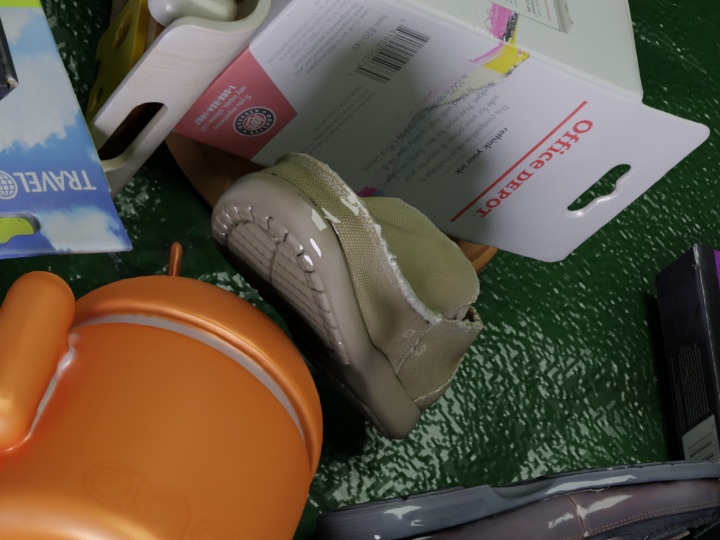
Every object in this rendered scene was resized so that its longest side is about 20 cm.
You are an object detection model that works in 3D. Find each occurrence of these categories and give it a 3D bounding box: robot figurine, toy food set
[{"bbox_3d":[-0.080,0.083,0.873,0.144,0.117,0.200,27,43,-3],"label":"robot figurine"},{"bbox_3d":[-0.090,-0.127,0.998,0.060,0.144,0.200,23,48,-22],"label":"toy food set"}]

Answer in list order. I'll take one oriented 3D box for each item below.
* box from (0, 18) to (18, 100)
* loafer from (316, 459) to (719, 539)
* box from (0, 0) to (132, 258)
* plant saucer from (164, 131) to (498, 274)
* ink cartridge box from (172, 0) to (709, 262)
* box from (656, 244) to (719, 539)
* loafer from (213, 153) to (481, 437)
[{"bbox_3d":[-0.228,-0.145,0.833,0.200,0.050,0.199,7,57,-44],"label":"box"},{"bbox_3d":[0.070,0.116,1.022,0.200,0.072,0.063,-4,83,-35],"label":"loafer"},{"bbox_3d":[-0.173,-0.082,0.914,0.122,0.048,0.200,-6,65,-41],"label":"box"},{"bbox_3d":[-0.006,-0.079,1.115,0.200,0.037,0.201,22,49,-27],"label":"plant saucer"},{"bbox_3d":[0.034,-0.082,1.035,0.200,0.116,0.068,20,48,-30],"label":"ink cartridge box"},{"bbox_3d":[0.234,0.081,1.190,0.200,0.036,0.143,18,50,-28],"label":"box"},{"bbox_3d":[0.000,0.000,0.949,0.076,0.200,0.067,40,81,19],"label":"loafer"}]
